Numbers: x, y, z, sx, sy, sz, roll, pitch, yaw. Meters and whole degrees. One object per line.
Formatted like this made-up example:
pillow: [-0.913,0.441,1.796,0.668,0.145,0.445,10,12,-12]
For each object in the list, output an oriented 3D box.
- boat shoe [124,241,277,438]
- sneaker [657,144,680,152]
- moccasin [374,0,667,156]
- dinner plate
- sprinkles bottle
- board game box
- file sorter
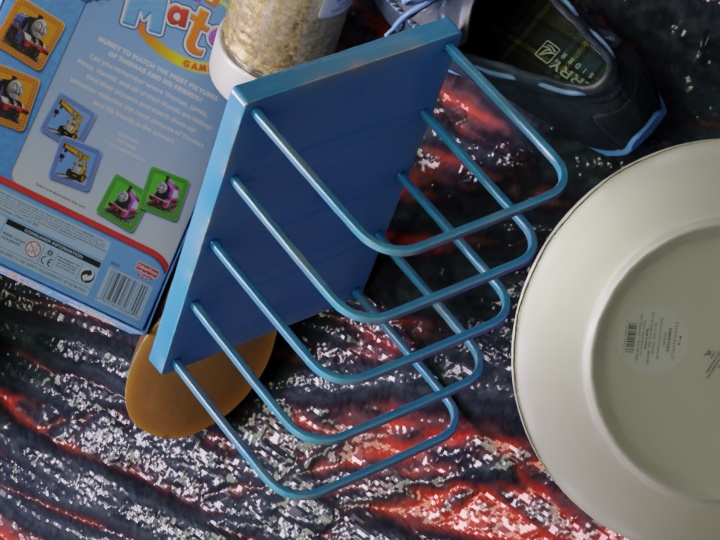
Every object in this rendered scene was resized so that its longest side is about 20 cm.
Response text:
boat shoe: [-0.070,0.006,1.468,0.200,0.070,0.070,-55,19,28]
sneaker: [0.154,0.036,1.253,0.069,0.099,0.201,-12,78,40]
moccasin: [0.077,-0.133,1.344,0.200,0.068,0.081,30,81,35]
dinner plate: [0.169,0.039,1.207,0.199,0.024,0.201,0,101,-2]
sprinkles bottle: [-0.027,-0.174,1.384,0.068,0.068,0.200,52,141,30]
board game box: [-0.150,-0.086,1.453,0.201,0.151,0.037,-67,19,-9]
file sorter: [0.000,0.000,1.319,0.123,0.138,0.200,50,141,26]
